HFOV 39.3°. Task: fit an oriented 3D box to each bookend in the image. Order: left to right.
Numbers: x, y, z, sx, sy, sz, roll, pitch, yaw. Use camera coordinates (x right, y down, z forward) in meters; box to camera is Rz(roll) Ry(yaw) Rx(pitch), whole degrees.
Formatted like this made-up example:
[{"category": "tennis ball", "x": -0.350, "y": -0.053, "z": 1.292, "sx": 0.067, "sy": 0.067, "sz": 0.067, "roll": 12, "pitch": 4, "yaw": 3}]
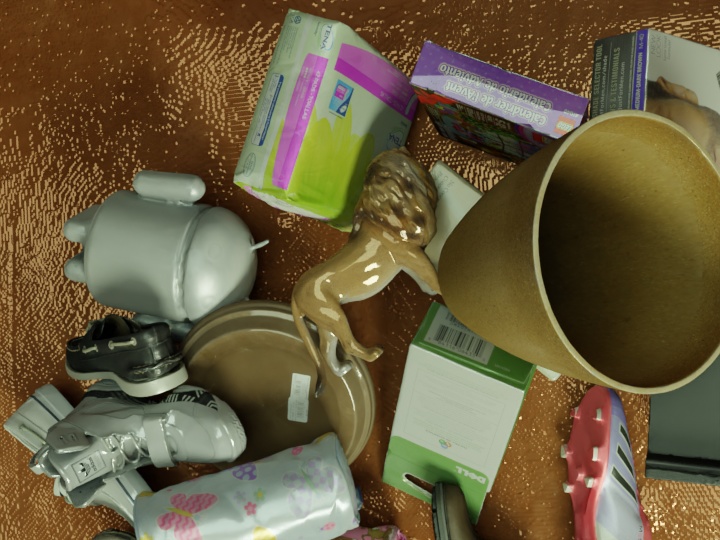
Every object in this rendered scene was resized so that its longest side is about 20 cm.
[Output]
[{"category": "bookend", "x": 0.284, "y": 0.057, "z": 0.808, "sx": 0.091, "sy": 0.198, "sz": 0.204, "roll": 3, "pitch": 88, "yaw": 20}]

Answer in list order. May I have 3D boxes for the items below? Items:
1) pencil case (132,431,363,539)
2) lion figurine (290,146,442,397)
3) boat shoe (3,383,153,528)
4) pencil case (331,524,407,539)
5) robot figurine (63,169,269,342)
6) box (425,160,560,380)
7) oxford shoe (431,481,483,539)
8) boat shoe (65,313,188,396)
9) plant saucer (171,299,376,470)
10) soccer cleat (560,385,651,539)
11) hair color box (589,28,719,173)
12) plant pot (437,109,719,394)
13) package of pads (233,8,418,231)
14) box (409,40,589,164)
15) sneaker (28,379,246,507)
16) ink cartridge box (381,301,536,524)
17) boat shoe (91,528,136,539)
[{"category": "pencil case", "x": -0.098, "y": 0.207, "z": 0.881, "sx": 0.197, "sy": 0.084, "sz": 0.091, "roll": -18, "pitch": 50, "yaw": -4}, {"category": "lion figurine", "x": 0.000, "y": 0.000, "z": 0.855, "sx": 0.200, "sy": 0.072, "sz": 0.123, "roll": -43, "pitch": 96, "yaw": -3}, {"category": "boat shoe", "x": -0.270, "y": 0.201, "z": 0.988, "sx": 0.199, "sy": 0.074, "sz": 0.067, "roll": 39, "pitch": 62, "yaw": 22}, {"category": "pencil case", "x": -0.058, "y": 0.263, "z": 0.938, "sx": 0.197, "sy": 0.083, "sz": 0.088, "roll": 9, "pitch": 77, "yaw": 13}, {"category": "robot figurine", "x": -0.183, "y": -0.012, "z": 0.961, "sx": 0.197, "sy": 0.113, "sz": 0.172, "roll": 11, "pitch": 116, "yaw": 12}, {"category": "box", "x": 0.125, "y": 0.000, "z": 0.910, "sx": 0.199, "sy": 0.078, "sz": 0.095, "roll": 38, "pitch": 97, "yaw": 11}, {"category": "oxford shoe", "x": 0.121, "y": 0.276, "z": 0.909, "sx": 0.083, "sy": 0.073, "sz": 0.203, "roll": -23, "pitch": 95, "yaw": 8}, {"category": "boat shoe", "x": -0.228, "y": 0.071, "z": 0.945, "sx": 0.073, "sy": 0.199, "sz": 0.061, "roll": -20, "pitch": 105, "yaw": -31}, {"category": "plant saucer", "x": -0.084, "y": 0.123, "z": 0.934, "sx": 0.196, "sy": 0.030, "sz": 0.203, "roll": 3, "pitch": 114, "yaw": 8}, {"category": "soccer cleat", "x": 0.224, "y": 0.205, "z": 0.897, "sx": 0.075, "sy": 0.067, "sz": 0.204, "roll": 5, "pitch": 82, "yaw": -19}, {"category": "hair color box", "x": 0.277, "y": -0.121, "z": 0.829, "sx": 0.197, "sy": 0.064, "sz": 0.111, "roll": 5, "pitch": 88, "yaw": -32}, {"category": "plant pot", "x": 0.148, "y": -0.004, "z": 0.756, "sx": 0.184, "sy": 0.199, "sz": 0.190, "roll": 3, "pitch": 83, "yaw": -25}, {"category": "package of pads", "x": -0.022, "y": -0.118, "z": 0.885, "sx": 0.067, "sy": 0.199, "sz": 0.157, "roll": 19, "pitch": 93, "yaw": 24}, {"category": "box", "x": 0.122, "y": -0.128, "z": 0.854, "sx": 0.135, "sy": 0.200, "sz": 0.040, "roll": 22, "pitch": 91, "yaw": 12}, {"category": "sneaker", "x": -0.201, "y": 0.159, "z": 0.898, "sx": 0.197, "sy": 0.115, "sz": 0.076, "roll": 4, "pitch": 121, "yaw": 33}, {"category": "ink cartridge box", "x": 0.086, "y": 0.131, "z": 0.902, "sx": 0.102, "sy": 0.060, "sz": 0.202, "roll": 21, "pitch": 135, "yaw": 13}, {"category": "boat shoe", "x": -0.178, "y": 0.312, "z": 0.971, "sx": 0.075, "sy": 0.073, "sz": 0.200, "roll": -45, "pitch": 100, "yaw": -1}]
